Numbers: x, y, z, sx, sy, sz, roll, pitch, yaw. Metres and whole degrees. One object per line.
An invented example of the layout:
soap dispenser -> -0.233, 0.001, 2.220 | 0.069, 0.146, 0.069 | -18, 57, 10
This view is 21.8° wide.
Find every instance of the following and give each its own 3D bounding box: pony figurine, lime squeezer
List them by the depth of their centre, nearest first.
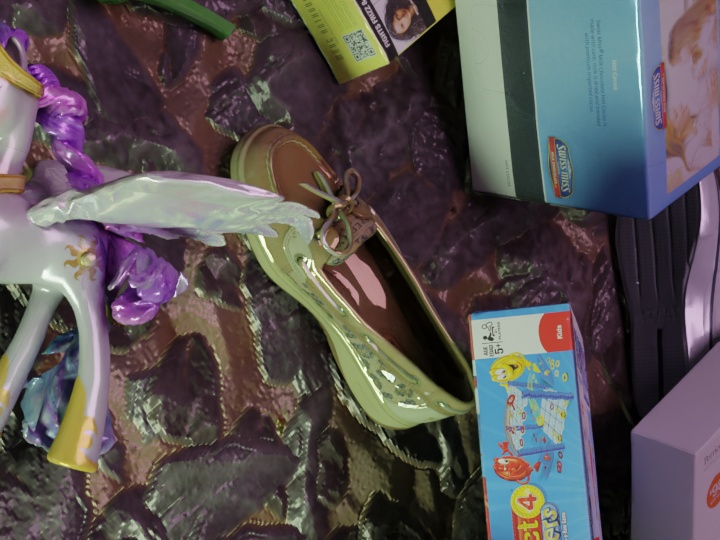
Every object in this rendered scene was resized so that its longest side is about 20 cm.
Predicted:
pony figurine -> -0.142, -0.012, 0.891 | 0.193, 0.166, 0.200 | 17, 85, -31
lime squeezer -> -0.138, -0.188, 0.992 | 0.200, 0.038, 0.071 | 51, 52, -22

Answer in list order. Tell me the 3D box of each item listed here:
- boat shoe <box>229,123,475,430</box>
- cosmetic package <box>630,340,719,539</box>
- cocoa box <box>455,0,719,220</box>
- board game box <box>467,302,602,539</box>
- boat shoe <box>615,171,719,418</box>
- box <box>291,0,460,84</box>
boat shoe -> 0.000, 0.000, 1.060 | 0.200, 0.063, 0.073 | 56, 51, -18
cosmetic package -> 0.247, 0.121, 1.228 | 0.200, 0.052, 0.151 | -38, 132, -40
cocoa box -> 0.146, -0.151, 1.134 | 0.133, 0.131, 0.200 | -34, 126, -44
board game box -> 0.105, 0.128, 1.058 | 0.200, 0.056, 0.196 | 43, 42, -78
boat shoe -> 0.216, 0.007, 1.260 | 0.067, 0.073, 0.200 | 1, 93, -47
box -> 0.040, -0.197, 1.148 | 0.200, 0.050, 0.075 | -43, 110, -40
